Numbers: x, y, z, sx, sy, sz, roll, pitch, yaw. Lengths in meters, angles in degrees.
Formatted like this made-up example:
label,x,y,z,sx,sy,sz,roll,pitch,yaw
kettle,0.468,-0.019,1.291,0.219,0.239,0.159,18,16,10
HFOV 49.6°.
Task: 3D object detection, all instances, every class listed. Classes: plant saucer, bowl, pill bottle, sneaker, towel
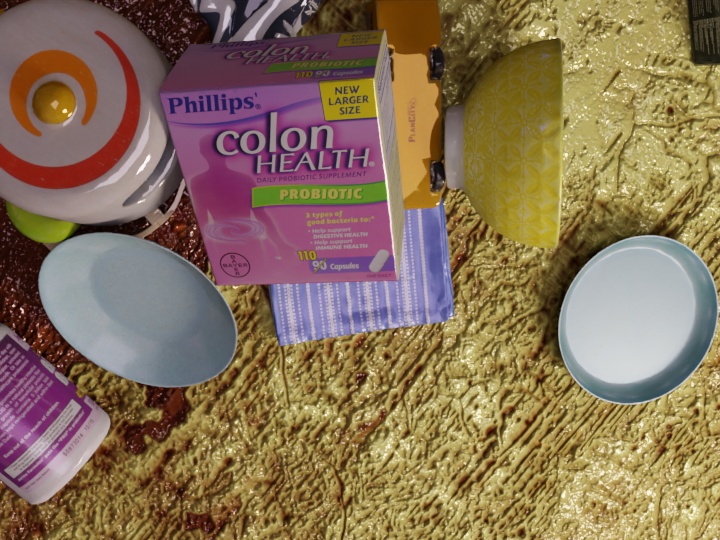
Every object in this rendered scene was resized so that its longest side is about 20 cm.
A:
label,x,y,z,sx,sy,sz,roll,pitch,yaw
plant saucer,0.318,0.056,0.903,0.199,0.027,0.202,-2,103,-9
plant saucer,-0.212,0.033,0.764,0.200,0.039,0.202,7,130,8
bowl,0.138,-0.120,0.760,0.107,0.200,0.202,0,103,11
pill bottle,-0.351,0.121,0.750,0.112,0.112,0.200,-43,107,1
sneaker,-0.074,-0.220,0.741,0.129,0.079,0.200,-22,96,4
towel,0.000,0.000,0.834,0.199,0.024,0.146,-8,103,-9

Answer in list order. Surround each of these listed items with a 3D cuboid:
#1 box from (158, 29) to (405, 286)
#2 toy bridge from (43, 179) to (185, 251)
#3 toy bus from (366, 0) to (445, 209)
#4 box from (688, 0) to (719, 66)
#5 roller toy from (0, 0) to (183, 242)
label,x,y,z,sx,sy,sz,roll,pitch,yaw
box,-0.057,-0.093,0.687,0.175,0.097,0.201,-1,127,9
toy bridge,-0.219,-0.074,0.775,0.200,0.027,0.067,-39,109,0
toy bus,0.043,-0.165,0.776,0.065,0.078,0.201,-4,103,-10
box,0.432,-0.330,0.807,0.163,0.086,0.201,-13,105,-7
roller toy,-0.244,-0.136,0.679,0.181,0.140,0.201,-12,89,0
